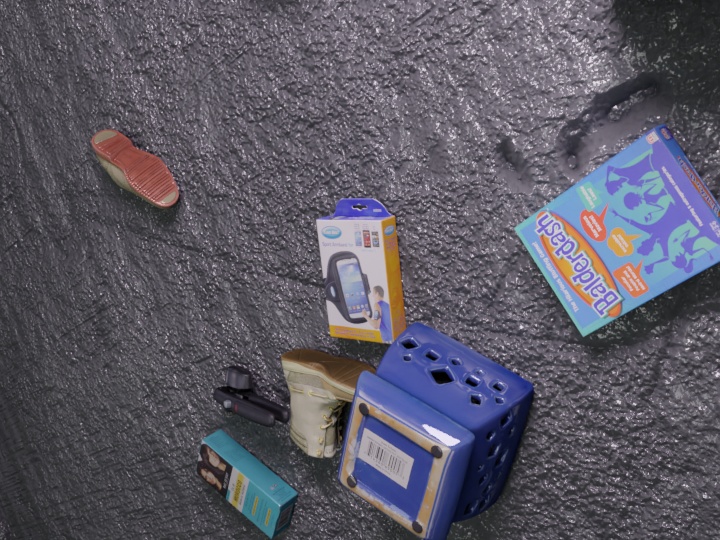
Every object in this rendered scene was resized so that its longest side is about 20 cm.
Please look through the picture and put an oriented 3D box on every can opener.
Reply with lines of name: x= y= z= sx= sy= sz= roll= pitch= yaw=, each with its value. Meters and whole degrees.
can opener: x=-0.185 y=0.219 z=1.267 sx=0.199 sy=0.063 sz=0.080 roll=19 pitch=120 yaw=55

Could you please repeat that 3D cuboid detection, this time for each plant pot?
plant pot: x=0.085 y=0.217 z=1.008 sx=0.199 sy=0.179 sz=0.202 roll=27 pitch=120 yaw=28

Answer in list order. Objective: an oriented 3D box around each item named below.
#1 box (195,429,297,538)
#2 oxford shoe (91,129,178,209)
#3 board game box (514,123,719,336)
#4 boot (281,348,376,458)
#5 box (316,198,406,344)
box: x=-0.205 y=0.377 z=1.366 sx=0.199 sy=0.049 sz=0.083 roll=31 pitch=121 yaw=26
oxford shoe: x=-0.386 y=-0.165 z=1.340 sx=0.200 sy=0.071 sz=0.074 roll=42 pitch=150 yaw=19
board game box: x=0.291 y=-0.039 z=0.855 sx=0.200 sy=0.045 sz=0.153 roll=-39 pitch=79 yaw=39
boot: x=-0.041 y=0.214 z=1.174 sx=0.198 sy=0.072 sz=0.157 roll=12 pitch=110 yaw=41
box: x=0.000 y=0.000 z=1.097 sx=0.118 sy=0.041 sz=0.203 roll=3 pitch=108 yaw=37
